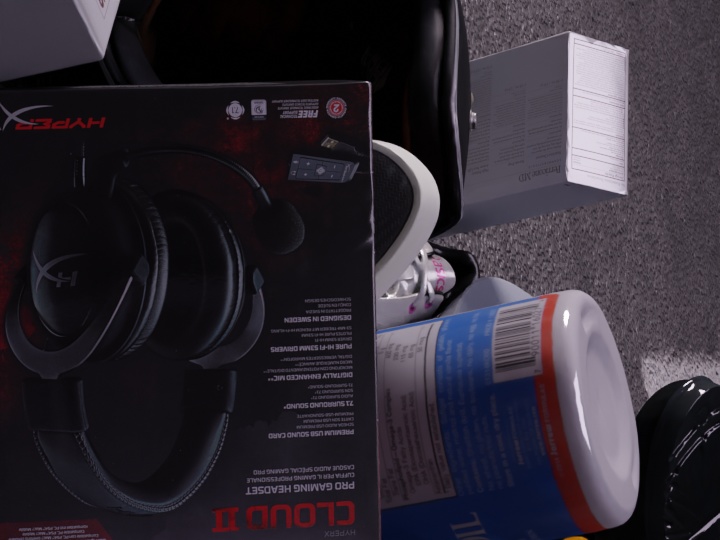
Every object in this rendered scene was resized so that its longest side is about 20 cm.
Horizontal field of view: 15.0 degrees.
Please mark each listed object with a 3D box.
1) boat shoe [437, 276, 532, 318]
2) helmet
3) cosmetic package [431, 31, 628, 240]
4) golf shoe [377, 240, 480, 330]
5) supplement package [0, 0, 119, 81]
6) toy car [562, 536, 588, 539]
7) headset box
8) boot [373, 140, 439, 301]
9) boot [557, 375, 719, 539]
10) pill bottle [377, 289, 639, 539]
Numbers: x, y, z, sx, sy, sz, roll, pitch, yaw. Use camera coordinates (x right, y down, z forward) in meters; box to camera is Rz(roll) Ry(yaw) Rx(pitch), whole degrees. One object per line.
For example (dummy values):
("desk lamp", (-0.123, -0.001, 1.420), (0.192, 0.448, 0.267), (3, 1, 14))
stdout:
("boat shoe", (0.051, 0.064, 1.443), (0.074, 0.068, 0.199), (47, 27, -2))
("helmet", (-0.043, -0.099, 1.209), (0.200, 0.199, 0.191), (13, 63, -71))
("cosmetic package", (0.061, -0.066, 1.490), (0.051, 0.200, 0.083), (14, 74, -38))
("golf shoe", (0.000, 0.000, 1.444), (0.200, 0.092, 0.073), (-6, 85, -71))
("supplement package", (-0.152, -0.171, 1.032), (0.200, 0.117, 0.118), (-81, 155, -48))
("toy car", (0.093, 0.180, 1.429), (0.184, 0.199, 0.178), (34, 46, -66))
("headset box", (-0.071, 0.030, 1.031), (0.077, 0.148, 0.201), (-167, -104, -79))
("boot", (-0.036, 0.029, 1.159), (0.072, 0.200, 0.144), (53, 8, 21))
("boot", (0.128, 0.113, 1.492), (0.073, 0.162, 0.199), (-39, 139, -30))
("pill bottle", (0.021, 0.082, 1.268), (0.112, 0.199, 0.113), (-12, 90, -72))
